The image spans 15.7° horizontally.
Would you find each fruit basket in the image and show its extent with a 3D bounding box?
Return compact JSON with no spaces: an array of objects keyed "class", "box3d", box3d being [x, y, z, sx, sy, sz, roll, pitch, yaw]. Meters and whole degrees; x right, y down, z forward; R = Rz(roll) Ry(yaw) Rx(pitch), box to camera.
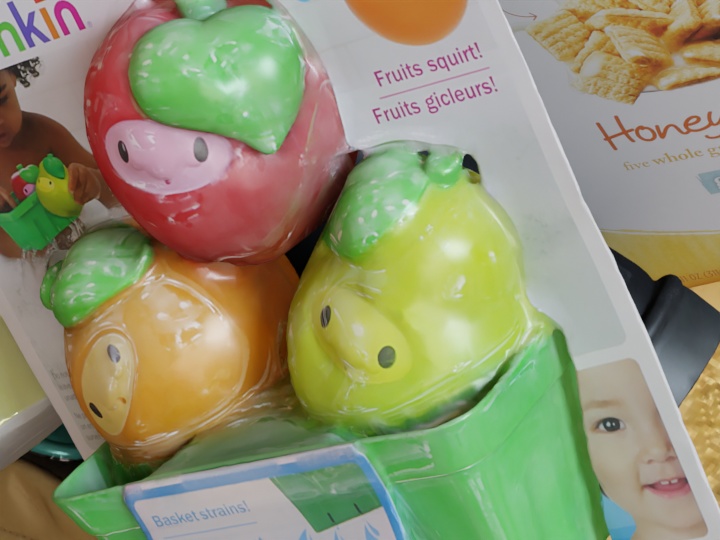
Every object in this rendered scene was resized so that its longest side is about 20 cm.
[{"class":"fruit basket","box3d":[-0.028,-0.003,0.614,0.184,0.094,0.201,-13,116,37]}]

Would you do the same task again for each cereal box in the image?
[{"class":"cereal box","box3d":[0.099,-0.071,0.714,0.143,0.040,0.200,-13,142,28]}]

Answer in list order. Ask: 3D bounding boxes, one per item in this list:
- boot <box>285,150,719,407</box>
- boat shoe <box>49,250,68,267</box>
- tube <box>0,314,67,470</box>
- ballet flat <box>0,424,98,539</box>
[{"class":"boot","box3d":[0.000,0.000,0.746,0.168,0.200,0.077,38,70,-1]},{"class":"boat shoe","box3d":[-0.116,-0.071,0.749,0.072,0.060,0.203,-16,97,39]},{"class":"tube","box3d":[-0.152,-0.032,0.720,0.058,0.052,0.201,-37,81,6]},{"class":"ballet flat","box3d":[-0.072,0.074,0.764,0.199,0.069,0.063,21,112,23]}]
